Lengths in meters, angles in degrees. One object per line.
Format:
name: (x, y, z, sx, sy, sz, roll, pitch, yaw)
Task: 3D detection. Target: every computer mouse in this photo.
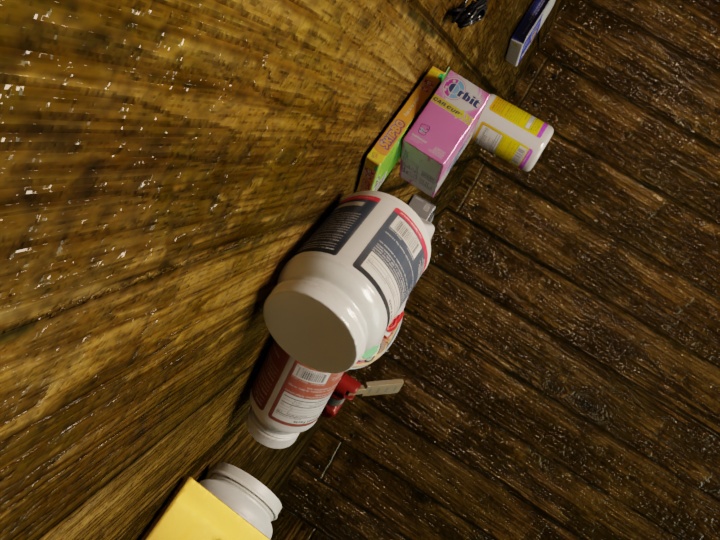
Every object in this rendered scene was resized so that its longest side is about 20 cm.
computer mouse: (0.179, -0.395, 0.861, 0.201, 0.044, 0.110, -62, 172, 25)

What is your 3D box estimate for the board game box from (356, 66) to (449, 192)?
board game box: (0.059, -0.193, 0.951, 0.200, 0.030, 0.096, -53, 173, -25)

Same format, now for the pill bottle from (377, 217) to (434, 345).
pill bottle: (0.023, 0.005, 1.046, 0.120, 0.119, 0.201, -29, 140, -77)

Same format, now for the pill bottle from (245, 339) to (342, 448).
pill bottle: (-0.096, 0.163, 1.018, 0.201, 0.112, 0.112, -62, 173, 28)

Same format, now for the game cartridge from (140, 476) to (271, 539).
game cartridge: (-0.225, 0.409, 0.920, 0.200, 0.176, 0.032, -54, -164, -30)

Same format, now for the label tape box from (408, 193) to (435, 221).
label tape box: (0.102, -0.069, 1.654, 0.201, 0.063, 0.144, -59, 173, -5)

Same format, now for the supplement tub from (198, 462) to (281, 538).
supplement tub: (-0.221, 0.405, 1.028, 0.200, 0.144, 0.145, -55, 172, -32)

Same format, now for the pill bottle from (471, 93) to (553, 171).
pill bottle: (0.288, -0.295, 1.431, 0.105, 0.199, 0.104, -57, 174, -10)

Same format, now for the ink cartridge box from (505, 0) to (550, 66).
ink cartridge box: (0.429, -0.625, 1.699, 0.198, 0.047, 0.200, -58, 172, 0)

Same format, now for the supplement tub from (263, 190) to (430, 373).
supplement tub: (-0.012, 0.010, 0.832, 0.200, 0.140, 0.141, -53, 171, -41)

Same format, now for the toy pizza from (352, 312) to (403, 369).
toy pizza: (0.007, 0.090, 1.270, 0.199, 0.032, 0.201, -13, 113, -34)

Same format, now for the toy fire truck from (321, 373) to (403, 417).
toy fire truck: (-0.035, 0.233, 1.389, 0.129, 0.199, 0.176, -54, 172, -31)

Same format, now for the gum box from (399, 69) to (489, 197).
gum box: (0.114, -0.187, 0.995, 0.114, 0.066, 0.200, -56, 175, -5)
